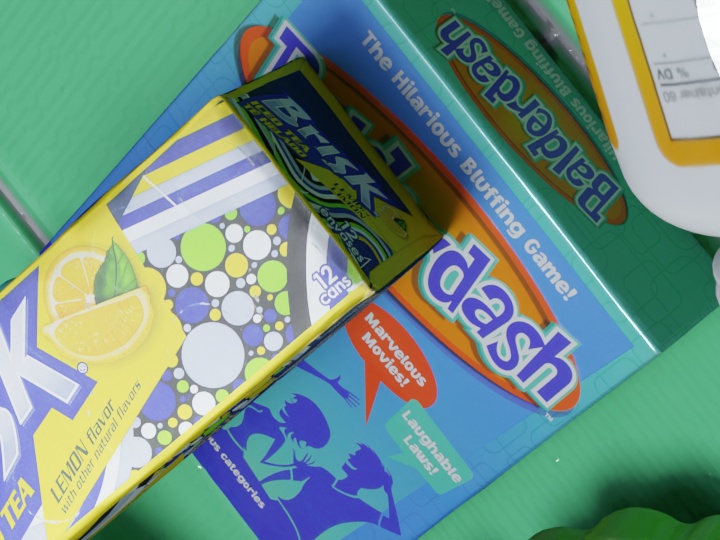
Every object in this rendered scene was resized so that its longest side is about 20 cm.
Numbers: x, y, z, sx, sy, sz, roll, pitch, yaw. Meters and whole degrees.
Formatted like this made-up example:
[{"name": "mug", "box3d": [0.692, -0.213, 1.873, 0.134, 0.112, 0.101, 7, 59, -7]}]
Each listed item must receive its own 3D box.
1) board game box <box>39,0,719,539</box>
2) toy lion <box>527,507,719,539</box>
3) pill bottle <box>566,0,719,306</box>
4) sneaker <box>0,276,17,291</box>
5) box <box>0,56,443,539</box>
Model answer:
[{"name": "board game box", "box3d": [0.000, 0.000, 0.857, 0.152, 0.045, 0.200, 51, 138, 4]}, {"name": "toy lion", "box3d": [0.114, 0.169, 0.834, 0.199, 0.069, 0.193, 13, 111, 18]}, {"name": "pill bottle", "box3d": [0.102, -0.077, 0.662, 0.111, 0.111, 0.201, -2, 115, 43]}, {"name": "sneaker", "box3d": [-0.114, 0.050, 0.955, 0.080, 0.077, 0.200, 58, 156, 3]}, {"name": "box", "box3d": [-0.075, 0.030, 0.810, 0.200, 0.064, 0.070, -40, 87, 24]}]
